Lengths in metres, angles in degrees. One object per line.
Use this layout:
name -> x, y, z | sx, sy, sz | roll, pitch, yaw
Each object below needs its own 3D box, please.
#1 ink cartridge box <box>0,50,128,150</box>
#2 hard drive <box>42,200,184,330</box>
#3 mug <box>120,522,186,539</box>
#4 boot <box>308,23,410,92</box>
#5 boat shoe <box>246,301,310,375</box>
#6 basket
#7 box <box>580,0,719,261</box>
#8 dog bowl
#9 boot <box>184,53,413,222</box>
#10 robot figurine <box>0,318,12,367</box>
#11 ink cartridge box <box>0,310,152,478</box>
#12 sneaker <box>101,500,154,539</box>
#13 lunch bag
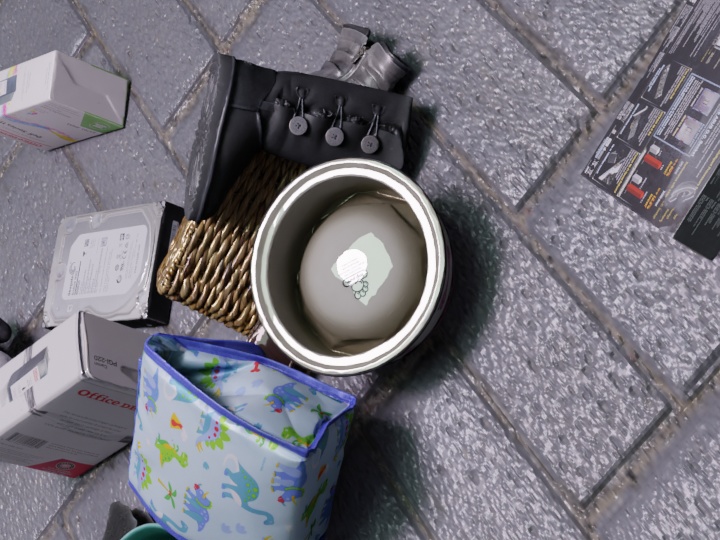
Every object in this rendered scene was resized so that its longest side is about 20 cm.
ink cartridge box -> -0.397, -0.204, 1.776 | 0.199, 0.117, 0.068 | -10, 71, 41
hard drive -> -0.290, -0.002, 1.657 | 0.199, 0.038, 0.141 | -5, 71, 43
mug -> -0.164, 0.340, 1.355 | 0.151, 0.114, 0.186 | -19, 63, 36
boot -> -0.040, -0.197, 1.479 | 0.199, 0.070, 0.132 | 30, 93, 34
boat shoe -> -0.105, 0.118, 1.393 | 0.072, 0.072, 0.201 | 31, 102, 11
basket -> -0.106, -0.041, 1.478 | 0.201, 0.148, 0.143 | -64, 12, 5
box -> 0.275, -0.127, 1.121 | 0.201, 0.050, 0.158 | -60, 27, 9
dog bowl -> 0.000, 0.000, 1.321 | 0.199, 0.074, 0.202 | -4, 80, 25
boot -> -0.059, -0.109, 1.376 | 0.066, 0.199, 0.166 | -131, 54, -67
robot figurine -> -0.487, 0.134, 1.737 | 0.199, 0.124, 0.151 | 25, 127, 46
ink cartridge box -> -0.306, 0.138, 1.543 | 0.199, 0.145, 0.085 | -31, 54, 31
sneaker -> -0.239, 0.339, 1.469 | 0.104, 0.060, 0.201 | -8, 64, 40
lunch bag -> -0.120, 0.164, 1.299 | 0.199, 0.127, 0.171 | 21, 120, 16
